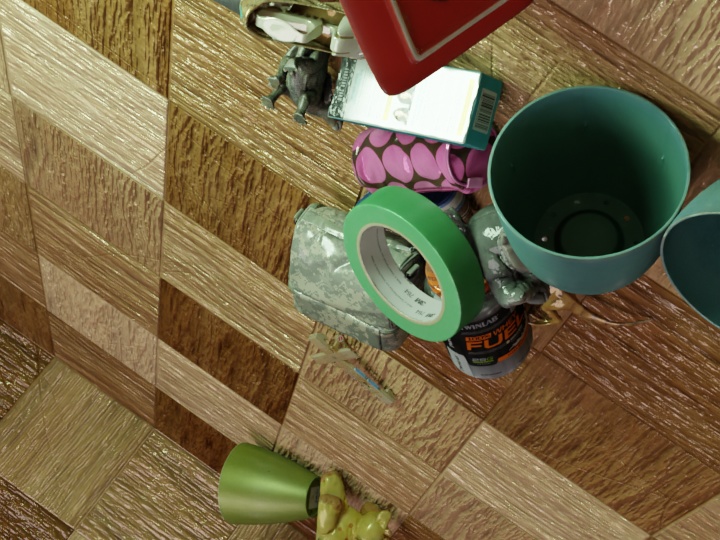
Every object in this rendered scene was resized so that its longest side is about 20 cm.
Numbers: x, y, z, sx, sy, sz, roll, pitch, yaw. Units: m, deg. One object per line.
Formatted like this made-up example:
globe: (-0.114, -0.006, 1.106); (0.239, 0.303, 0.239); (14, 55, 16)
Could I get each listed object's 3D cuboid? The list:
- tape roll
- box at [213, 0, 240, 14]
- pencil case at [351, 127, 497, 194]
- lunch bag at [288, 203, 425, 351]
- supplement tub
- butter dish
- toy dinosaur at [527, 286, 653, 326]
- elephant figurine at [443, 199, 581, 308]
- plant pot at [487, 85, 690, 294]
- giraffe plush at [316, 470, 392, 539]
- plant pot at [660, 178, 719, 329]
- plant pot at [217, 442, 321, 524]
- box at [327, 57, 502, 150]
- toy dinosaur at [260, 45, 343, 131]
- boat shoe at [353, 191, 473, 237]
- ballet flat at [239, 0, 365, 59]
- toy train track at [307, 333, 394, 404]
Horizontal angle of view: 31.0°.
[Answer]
tape roll: (0.064, -0.007, 1.602); (0.200, 0.048, 0.201); (35, 146, 28)
box: (-0.153, -0.374, 1.505); (0.200, 0.048, 0.159); (30, 155, 15)
pencil case: (0.078, -0.132, 1.571); (0.091, 0.094, 0.200); (7, 176, -35)
lunch bag: (0.000, 0.000, 1.842); (0.200, 0.140, 0.168); (26, 154, 21)
supplement tub: (0.155, 0.047, 1.728); (0.122, 0.123, 0.200); (21, 155, 31)
butter dish: (0.046, -0.308, 1.244); (0.148, 0.200, 0.200); (46, 168, 45)
toy dinosaur: (0.260, 0.038, 1.663); (0.200, 0.060, 0.106); (38, 154, -2)
elephant figurine: (0.221, -0.051, 1.514); (0.200, 0.155, 0.142); (-45, 54, 55)
plant pot: (0.239, -0.067, 1.363); (0.200, 0.201, 0.161); (27, 162, 20)
giraffe plush: (-0.013, 0.548, 2.815); (0.161, 0.201, 0.173); (5, 148, 0)
plant pot: (0.411, -0.033, 1.253); (0.200, 0.135, 0.200); (29, 155, 15)
plant pot: (-0.189, 0.496, 2.935); (0.199, 0.188, 0.187); (5, 143, 25)
box: (0.060, -0.196, 1.482); (0.200, 0.083, 0.049); (17, -176, 37)
toy dinosaur: (-0.067, -0.246, 1.572); (0.077, 0.102, 0.200); (17, 140, 21)
boat shoe: (0.068, -0.069, 1.714); (0.200, 0.072, 0.072); (3, 140, 51)
ballet flat: (-0.041, -0.267, 1.449); (0.199, 0.065, 0.071); (10, 128, 4)
toy train track: (-0.011, 0.165, 2.276); (0.200, 0.033, 0.115); (42, 148, -24)
